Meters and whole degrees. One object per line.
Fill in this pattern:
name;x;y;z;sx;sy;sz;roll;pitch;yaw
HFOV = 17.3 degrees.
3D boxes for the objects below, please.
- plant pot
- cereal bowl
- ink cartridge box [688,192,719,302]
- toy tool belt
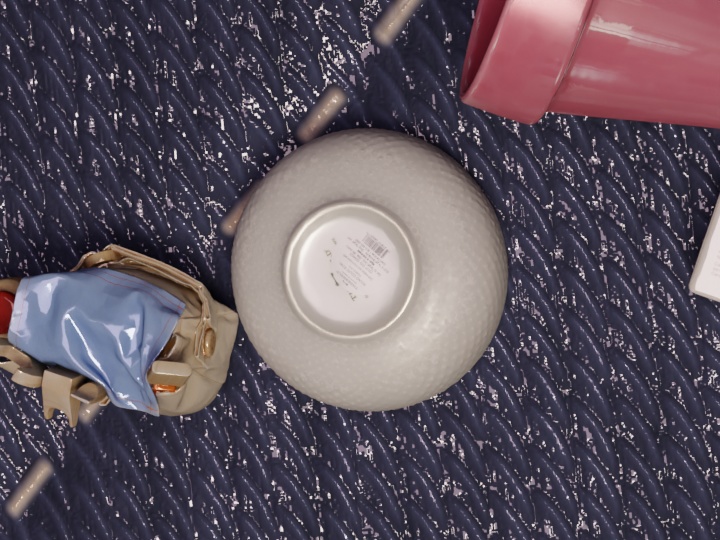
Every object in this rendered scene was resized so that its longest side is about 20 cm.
plant pot;0.179;-0.180;1.559;0.178;0.200;0.201;16;94;-5
cereal bowl;0.000;0.000;1.645;0.199;0.083;0.201;0;91;13
ink cartridge box;0.319;-0.057;1.575;0.147;0.086;0.201;20;94;11
toy tool belt;-0.193;0.044;1.659;0.199;0.123;0.126;12;97;15
